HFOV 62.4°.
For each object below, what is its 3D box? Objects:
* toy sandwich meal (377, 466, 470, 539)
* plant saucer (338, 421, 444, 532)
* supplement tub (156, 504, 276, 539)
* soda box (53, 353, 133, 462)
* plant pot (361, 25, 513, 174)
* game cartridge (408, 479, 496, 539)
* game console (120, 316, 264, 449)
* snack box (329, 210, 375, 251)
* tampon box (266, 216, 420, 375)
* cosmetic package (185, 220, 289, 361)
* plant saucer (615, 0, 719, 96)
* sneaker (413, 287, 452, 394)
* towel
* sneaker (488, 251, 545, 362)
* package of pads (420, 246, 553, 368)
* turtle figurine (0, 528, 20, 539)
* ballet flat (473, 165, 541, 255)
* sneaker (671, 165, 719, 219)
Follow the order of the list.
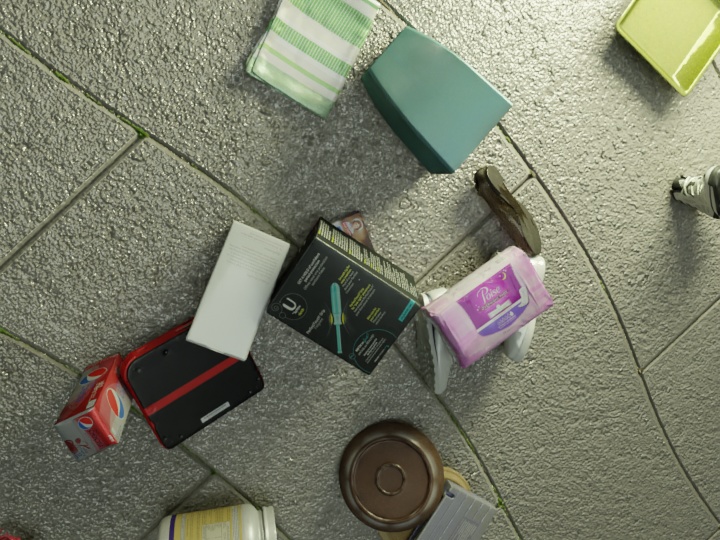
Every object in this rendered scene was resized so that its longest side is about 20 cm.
[{"bbox_3d":[0.122,0.466,1.173,0.204,0.070,0.207,-4,103,-17],"label":"toy sandwich meal"},{"bbox_3d":[0.057,0.386,1.106,0.198,0.032,0.202,0,83,4],"label":"plant saucer"},{"bbox_3d":[-0.248,0.496,1.048,0.198,0.145,0.147,-4,105,-12],"label":"supplement tub"},{"bbox_3d":[-0.397,0.202,0.910,0.063,0.200,0.070,-25,109,-5],"label":"soda box"},{"bbox_3d":[0.105,-0.274,0.947,0.200,0.141,0.142,41,92,-12],"label":"plant pot"},{"bbox_3d":[0.162,0.513,1.141,0.129,0.038,0.201,33,90,-25],"label":"game cartridge"},{"bbox_3d":[-0.277,0.176,0.998,0.199,0.031,0.178,-31,114,-23],"label":"game console"},{"bbox_3d":[0.000,0.000,1.045,0.071,0.024,0.201,-23,108,-4],"label":"snack box"},{"bbox_3d":[-0.027,0.038,0.972,0.199,0.126,0.150,33,106,-11],"label":"tampon box"},{"bbox_3d":[-0.196,0.032,0.955,0.101,0.074,0.201,23,83,-11],"label":"cosmetic package"},{"bbox_3d":[0.558,-0.448,1.053,0.199,0.048,0.200,33,94,-18],"label":"plant saucer"},{"bbox_3d":[0.149,0.132,1.093,0.080,0.076,0.202,-11,108,-20],"label":"sneaker"},{"bbox_3d":[-0.074,-0.366,0.938,0.152,0.023,0.201,26,96,-19],"label":"towel"},{"bbox_3d":[0.265,0.065,1.105,0.115,0.074,0.202,8,93,-13],"label":"sneaker"},{"bbox_3d":[0.216,0.062,1.021,0.199,0.076,0.121,-35,103,-4],"label":"package of pads"},{"bbox_3d":[-0.597,0.526,0.999,0.149,0.101,0.201,33,110,-4],"label":"turtle figurine"},{"bbox_3d":[0.264,-0.103,1.073,0.046,0.068,0.200,-22,120,40],"label":"ballet flat"},{"bbox_3d":[0.624,-0.146,1.096,0.200,0.115,0.076,24,93,-51],"label":"sneaker"}]
